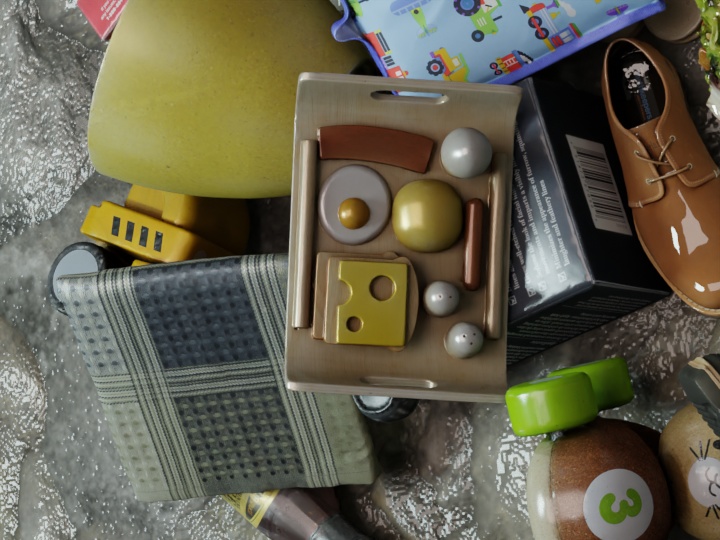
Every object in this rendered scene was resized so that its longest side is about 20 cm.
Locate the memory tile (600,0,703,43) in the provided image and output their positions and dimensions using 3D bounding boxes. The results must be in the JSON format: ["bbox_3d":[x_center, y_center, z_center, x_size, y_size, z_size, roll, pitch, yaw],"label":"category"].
[{"bbox_3d":[0.161,-0.234,1.445,0.200,0.017,0.154,9,91,37],"label":"memory tile"}]

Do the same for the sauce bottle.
[{"bbox_3d":[-0.061,0.161,1.544,0.200,0.066,0.066,35,106,34],"label":"sauce bottle"}]

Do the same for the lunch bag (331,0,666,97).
[{"bbox_3d":[0.071,-0.196,1.357,0.200,0.094,0.151,-28,107,7],"label":"lunch bag"}]

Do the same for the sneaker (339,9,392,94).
[{"bbox_3d":[-0.040,-0.148,1.565,0.200,0.075,0.088,-20,62,27],"label":"sneaker"}]

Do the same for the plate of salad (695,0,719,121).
[{"bbox_3d":[0.238,-0.097,1.277,0.048,0.200,0.200,-12,74,-6],"label":"plate of salad"}]

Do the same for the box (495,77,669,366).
[{"bbox_3d":[0.085,-0.018,1.424,0.200,0.107,0.149,-26,71,32],"label":"box"}]

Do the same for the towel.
[{"bbox_3d":[-0.096,0.075,1.461,0.192,0.035,0.200,-6,122,14],"label":"towel"}]

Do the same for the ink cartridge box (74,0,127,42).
[{"bbox_3d":[-0.187,-0.295,1.674,0.144,0.084,0.200,-50,58,23],"label":"ink cartridge box"}]

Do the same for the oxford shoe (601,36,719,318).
[{"bbox_3d":[0.197,-0.061,1.352,0.071,0.071,0.200,-27,67,14],"label":"oxford shoe"}]

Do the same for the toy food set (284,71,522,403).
[{"bbox_3d":[0.028,-0.020,1.312,0.143,0.060,0.200,3,85,-5],"label":"toy food set"}]

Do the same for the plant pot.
[{"bbox_3d":[-0.076,-0.127,1.437,0.142,0.200,0.200,26,102,12],"label":"plant pot"}]

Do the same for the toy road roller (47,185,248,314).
[{"bbox_3d":[-0.123,-0.006,1.568,0.200,0.123,0.146,19,85,35],"label":"toy road roller"}]

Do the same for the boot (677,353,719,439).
[{"bbox_3d":[0.296,0.085,1.219,0.200,0.077,0.138,43,91,-13],"label":"boot"}]

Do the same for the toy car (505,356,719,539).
[{"bbox_3d":[0.214,0.128,1.296,0.200,0.158,0.165,-14,89,24],"label":"toy car"}]

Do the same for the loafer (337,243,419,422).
[{"bbox_3d":[0.000,0.000,1.375,0.068,0.070,0.201,-13,77,36],"label":"loafer"}]
